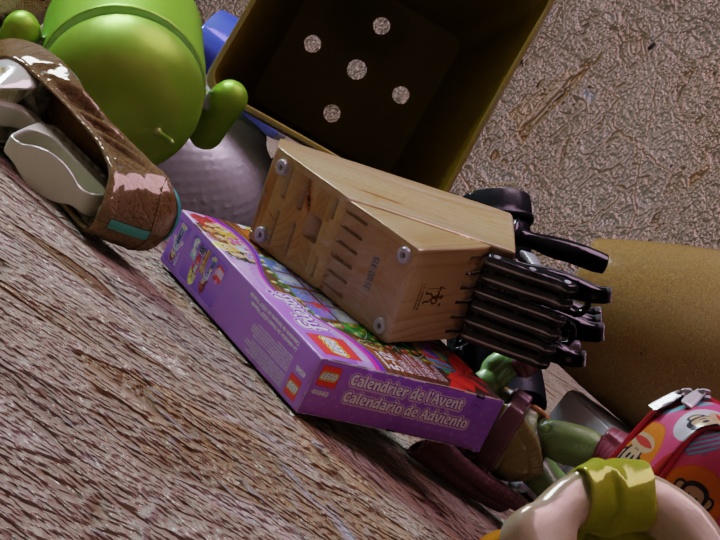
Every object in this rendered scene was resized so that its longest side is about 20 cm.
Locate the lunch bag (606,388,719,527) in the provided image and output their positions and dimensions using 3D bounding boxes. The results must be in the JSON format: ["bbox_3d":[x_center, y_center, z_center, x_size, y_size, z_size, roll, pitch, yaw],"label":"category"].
[{"bbox_3d":[0.221,0.166,1.329,0.200,0.176,0.082,37,5,-19],"label":"lunch bag"}]

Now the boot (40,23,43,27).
[{"bbox_3d":[-0.194,-0.153,1.883,0.200,0.075,0.107,0,65,-53],"label":"boot"}]

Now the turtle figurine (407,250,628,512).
[{"bbox_3d":[0.127,0.095,1.508,0.194,0.144,0.200,37,8,12],"label":"turtle figurine"}]

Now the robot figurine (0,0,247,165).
[{"bbox_3d":[-0.166,-0.143,1.620,0.175,0.116,0.200,19,24,-14],"label":"robot figurine"}]

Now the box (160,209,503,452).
[{"bbox_3d":[-0.020,0.034,1.405,0.137,0.039,0.200,14,18,-35],"label":"box"}]

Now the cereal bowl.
[{"bbox_3d":[-0.133,-0.099,1.785,0.200,0.083,0.200,38,3,-3],"label":"cereal bowl"}]

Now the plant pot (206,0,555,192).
[{"bbox_3d":[0.007,-0.170,1.820,0.200,0.200,0.176,30,-6,-4],"label":"plant pot"}]

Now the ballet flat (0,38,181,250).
[{"bbox_3d":[-0.187,-0.078,1.373,0.072,0.068,0.200,1,37,-50],"label":"ballet flat"}]

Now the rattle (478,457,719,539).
[{"bbox_3d":[0.137,0.208,1.201,0.200,0.143,0.130,54,39,7],"label":"rattle"}]

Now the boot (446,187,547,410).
[{"bbox_3d":[0.075,0.048,1.701,0.076,0.168,0.200,5,-19,-19],"label":"boot"}]

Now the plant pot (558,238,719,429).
[{"bbox_3d":[0.243,0.059,1.695,0.200,0.187,0.186,23,3,8],"label":"plant pot"}]

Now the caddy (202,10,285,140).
[{"bbox_3d":[-0.111,-0.146,2.057,0.105,0.141,0.200,33,5,3],"label":"caddy"}]

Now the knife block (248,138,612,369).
[{"bbox_3d":[0.055,-0.009,1.430,0.175,0.064,0.200,-2,29,-45],"label":"knife block"}]

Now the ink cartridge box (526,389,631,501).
[{"bbox_3d":[0.216,0.187,1.661,0.146,0.083,0.200,35,6,-33],"label":"ink cartridge box"}]

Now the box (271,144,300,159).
[{"bbox_3d":[-0.017,-0.020,1.825,0.200,0.038,0.137,-123,-171,-76],"label":"box"}]

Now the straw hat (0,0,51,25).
[{"bbox_3d":[-0.282,-0.245,2.044,0.201,0.085,0.201,36,-8,6],"label":"straw hat"}]
